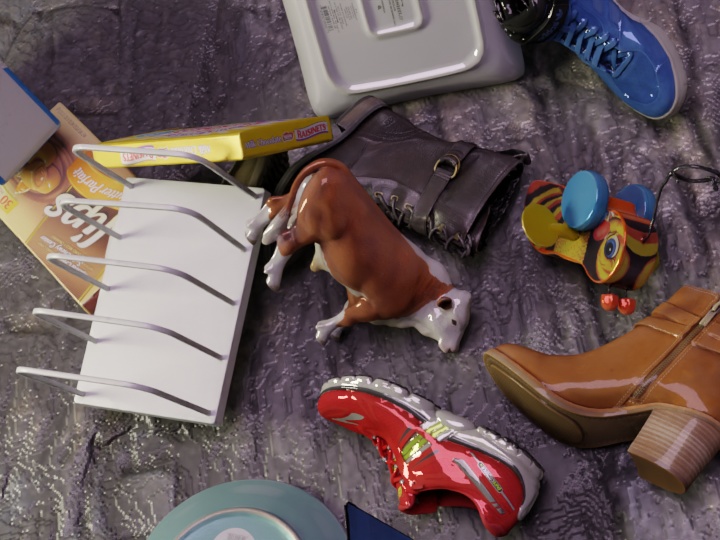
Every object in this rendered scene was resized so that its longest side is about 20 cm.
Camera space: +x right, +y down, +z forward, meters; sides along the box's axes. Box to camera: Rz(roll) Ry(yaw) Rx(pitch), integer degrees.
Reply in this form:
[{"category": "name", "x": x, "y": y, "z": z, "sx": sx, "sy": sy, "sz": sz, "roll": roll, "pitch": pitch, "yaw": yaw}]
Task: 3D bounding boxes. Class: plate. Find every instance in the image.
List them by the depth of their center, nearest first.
[{"category": "plate", "x": -0.099, "y": 0.254, "z": 1.230, "sx": 0.199, "sy": 0.026, "sz": 0.201, "roll": -8, "pitch": 60, "yaw": 15}, {"category": "plate", "x": 0.027, "y": -0.235, "z": 1.368, "sx": 0.199, "sy": 0.201, "sz": 0.032, "roll": -10, "pitch": 26, "yaw": 13}]

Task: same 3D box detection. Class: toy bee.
[{"category": "toy bee", "x": 0.186, "y": -0.023, "z": 1.223, "sx": 0.130, "sy": 0.200, "sz": 0.109, "roll": 11, "pitch": 84, "yaw": -8}]

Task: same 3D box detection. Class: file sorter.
[{"category": "file sorter", "x": -0.177, "y": 0.008, "z": 1.272, "sx": 0.138, "sy": 0.124, "sz": 0.201, "roll": 6, "pitch": 76, "yaw": 24}]

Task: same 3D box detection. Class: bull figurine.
[{"category": "bull figurine", "x": 0.000, "y": 0.000, "z": 1.274, "sx": 0.121, "sy": 0.200, "sz": 0.065, "roll": -34, "pitch": 20, "yaw": 14}]

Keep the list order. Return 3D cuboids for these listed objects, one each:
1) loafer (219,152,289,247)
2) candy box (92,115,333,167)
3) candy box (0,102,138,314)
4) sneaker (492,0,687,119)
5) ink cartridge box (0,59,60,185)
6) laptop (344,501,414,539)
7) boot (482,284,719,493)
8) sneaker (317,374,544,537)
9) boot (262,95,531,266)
[{"category": "loafer", "x": -0.121, "y": -0.037, "z": 1.369, "sx": 0.067, "sy": 0.076, "sz": 0.201, "roll": 15, "pitch": 67, "yaw": 18}, {"category": "candy box", "x": -0.127, "y": -0.107, "z": 1.321, "sx": 0.199, "sy": 0.027, "sz": 0.102, "roll": 1, "pitch": 15, "yaw": 45}, {"category": "candy box", "x": -0.254, "y": -0.052, "z": 1.433, "sx": 0.115, "sy": 0.055, "sz": 0.200, "roll": -43, "pitch": 58, "yaw": -7}, {"category": "sneaker", "x": 0.181, "y": -0.200, "z": 1.319, "sx": 0.111, "sy": 0.077, "sz": 0.201, "roll": -20, "pitch": 71, "yaw": -40}, {"category": "ink cartridge box", "x": -0.384, "y": -0.171, "z": 1.450, "sx": 0.084, "sy": 0.146, "sz": 0.200, "roll": -50, "pitch": 33, "yaw": -12}, {"category": "laptop", "x": 0.091, "y": 0.261, "z": 1.076, "sx": 0.199, "sy": 0.116, "sz": 0.188, "roll": -2, "pitch": 60, "yaw": -6}, {"category": "boot", "x": 0.209, "y": 0.068, "z": 1.212, "sx": 0.199, "sy": 0.074, "sz": 0.155, "roll": 28, "pitch": 69, "yaw": 25}, {"category": "sneaker", "x": 0.042, "y": 0.144, "z": 1.218, "sx": 0.199, "sy": 0.077, "sz": 0.085, "roll": 22, "pitch": 76, "yaw": 28}, {"category": "boot", "x": 0.029, "y": -0.054, "z": 1.335, "sx": 0.174, "sy": 0.069, "sz": 0.200, "roll": 30, "pitch": 74, "yaw": 28}]
